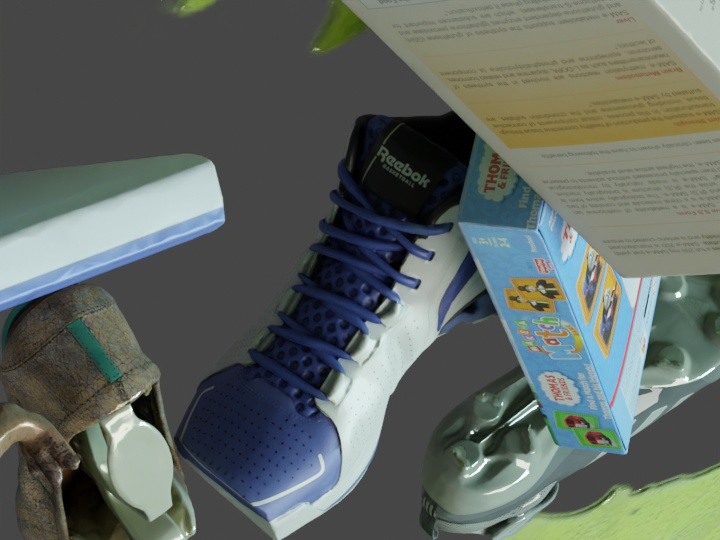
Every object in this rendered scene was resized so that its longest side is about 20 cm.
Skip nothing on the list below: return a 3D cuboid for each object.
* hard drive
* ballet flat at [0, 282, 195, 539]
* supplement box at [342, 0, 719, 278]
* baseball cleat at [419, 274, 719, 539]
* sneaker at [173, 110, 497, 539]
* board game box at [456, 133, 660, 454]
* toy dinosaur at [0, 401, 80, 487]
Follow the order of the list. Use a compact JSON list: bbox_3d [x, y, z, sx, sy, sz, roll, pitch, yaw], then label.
[{"bbox_3d":[-0.154,0.007,0.872,0.200,0.132,0.025,-23,103,-44],"label":"hard drive"},{"bbox_3d":[-0.096,0.078,1.138,0.068,0.067,0.200,-40,156,-15],"label":"ballet flat"},{"bbox_3d":[0.093,-0.081,1.019,0.200,0.126,0.074,42,60,-36],"label":"supplement box"},{"bbox_3d":[0.108,0.066,1.489,0.200,0.070,0.106,-27,158,-21],"label":"baseball cleat"},{"bbox_3d":[0.001,0.000,1.182,0.199,0.081,0.115,-46,154,-21],"label":"sneaker"},{"bbox_3d":[0.089,-0.037,1.193,0.200,0.037,0.151,64,35,-59],"label":"board game box"},{"bbox_3d":[-0.180,0.082,0.988,0.135,0.086,0.200,12,113,-56],"label":"toy dinosaur"}]
